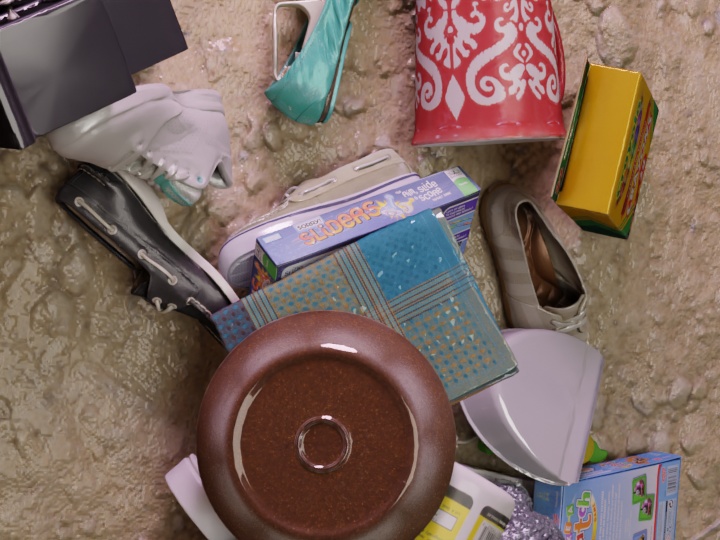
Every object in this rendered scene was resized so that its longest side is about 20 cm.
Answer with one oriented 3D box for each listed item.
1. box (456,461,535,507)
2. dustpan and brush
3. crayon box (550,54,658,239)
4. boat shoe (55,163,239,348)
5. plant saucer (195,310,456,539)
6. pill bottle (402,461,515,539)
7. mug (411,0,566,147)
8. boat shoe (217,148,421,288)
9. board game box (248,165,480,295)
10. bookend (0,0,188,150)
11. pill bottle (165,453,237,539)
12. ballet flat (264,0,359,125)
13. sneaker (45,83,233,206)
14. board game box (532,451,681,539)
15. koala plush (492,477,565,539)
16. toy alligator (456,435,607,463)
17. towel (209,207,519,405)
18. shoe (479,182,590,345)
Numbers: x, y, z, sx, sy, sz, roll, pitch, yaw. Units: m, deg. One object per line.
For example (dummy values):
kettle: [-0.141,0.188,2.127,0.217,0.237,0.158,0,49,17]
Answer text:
box: [0.073,0.187,1.496,0.199,0.039,0.042,15,87,-31]
dustpan and brush: [0.113,0.092,1.467,0.200,0.057,0.140,31,60,-26]
crayon box: [0.215,-0.103,1.471,0.200,0.051,0.128,18,85,-73]
boat shoe: [-0.159,-0.004,1.322,0.060,0.074,0.200,-44,112,-19]
plant saucer: [-0.028,0.130,1.267,0.199,0.037,0.201,0,87,3]
pill bottle: [0.030,0.244,1.328,0.112,0.112,0.201,33,81,-28]
mug: [0.107,-0.209,1.446,0.133,0.178,0.201,-3,93,8]
boat shoe: [-0.036,-0.043,1.400,0.199,0.062,0.072,-21,150,-27]
board game box: [0.000,0.000,1.392,0.199,0.034,0.136,-20,143,-28]
bookend: [-0.207,-0.169,1.204,0.198,0.200,0.092,-28,109,-24]
pill bottle: [-0.056,0.135,1.361,0.200,0.111,0.111,-40,114,-3]
ballet flat: [-0.032,-0.221,1.380,0.070,0.067,0.201,19,83,-16]
sneaker: [-0.152,-0.088,1.264,0.200,0.075,0.089,-13,83,-60]
board game box: [0.227,0.255,1.560,0.200,0.036,0.152,-3,98,-49]
koala plush: [0.104,0.285,1.430,0.183,0.177,0.200,33,99,-22]
toy alligator: [0.146,0.141,1.522,0.199,0.059,0.055,9,91,-31]
towel: [0.003,0.055,1.302,0.199,0.022,0.147,-26,87,-1]
shoe: [0.164,0.015,1.522,0.070,0.053,0.201,-33,110,-23]
